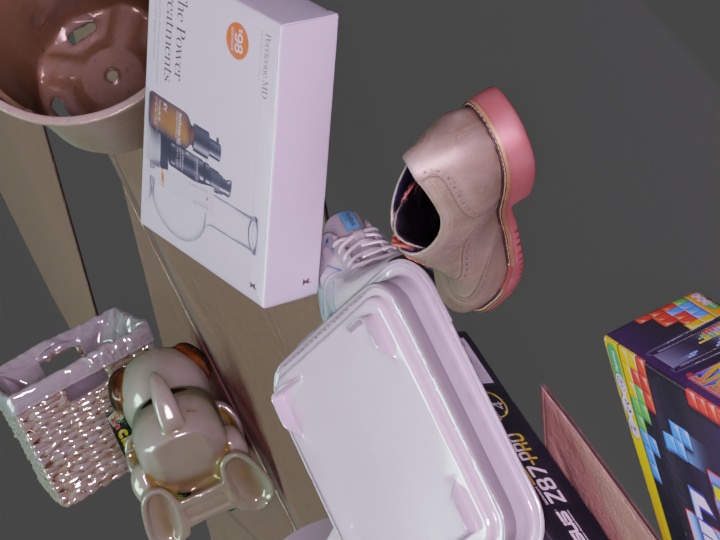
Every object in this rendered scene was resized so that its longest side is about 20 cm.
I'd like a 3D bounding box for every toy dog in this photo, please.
[{"bbox_3d":[-0.200,0.162,2.429,0.194,0.139,0.200,56,-176,-33],"label":"toy dog"}]

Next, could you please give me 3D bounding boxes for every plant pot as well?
[{"bbox_3d":[-0.210,-0.182,1.839,0.201,0.200,0.184,62,178,15],"label":"plant pot"}]

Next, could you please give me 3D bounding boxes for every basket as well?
[{"bbox_3d":[-0.329,0.163,2.837,0.161,0.198,0.200,65,167,-12],"label":"basket"}]

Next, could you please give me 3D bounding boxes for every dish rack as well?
[{"bbox_3d":[0.018,0.112,1.428,0.172,0.043,0.200,-42,69,47],"label":"dish rack"}]

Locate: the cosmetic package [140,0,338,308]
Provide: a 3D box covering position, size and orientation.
[{"bbox_3d":[-0.083,-0.097,1.544,0.151,0.052,0.200,31,126,42],"label":"cosmetic package"}]

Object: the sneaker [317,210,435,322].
[{"bbox_3d":[0.000,0.000,1.541,0.200,0.075,0.087,143,112,-74],"label":"sneaker"}]

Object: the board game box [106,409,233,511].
[{"bbox_3d":[-0.204,0.211,2.583,0.105,0.023,0.200,60,-164,21],"label":"board game box"}]

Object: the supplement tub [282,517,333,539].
[{"bbox_3d":[0.004,0.313,1.893,0.145,0.144,0.200,42,153,60],"label":"supplement tub"}]

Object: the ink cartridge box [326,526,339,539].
[{"bbox_3d":[0.046,0.269,1.584,0.200,0.084,0.146,49,127,29],"label":"ink cartridge box"}]

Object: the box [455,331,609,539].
[{"bbox_3d":[0.067,0.163,1.465,0.200,0.049,0.161,57,137,35],"label":"box"}]

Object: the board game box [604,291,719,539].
[{"bbox_3d":[0.191,0.128,1.043,0.165,0.057,0.200,38,149,66],"label":"board game box"}]

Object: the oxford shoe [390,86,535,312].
[{"bbox_3d":[0.046,-0.029,1.290,0.071,0.075,0.200,58,165,27],"label":"oxford shoe"}]
